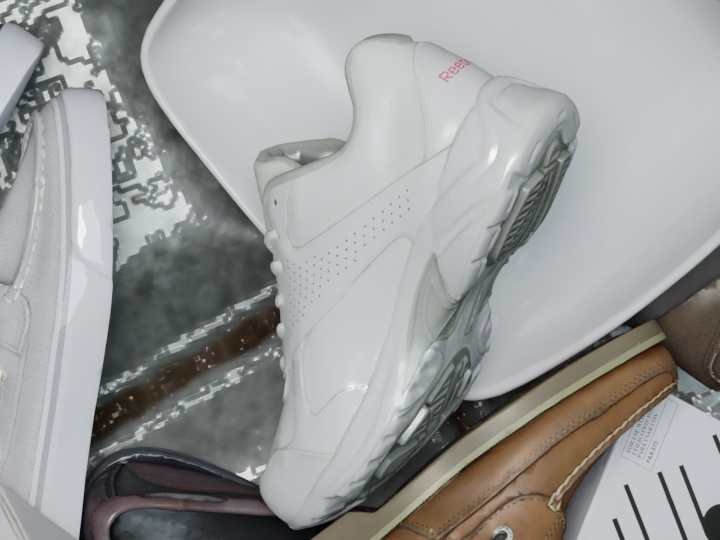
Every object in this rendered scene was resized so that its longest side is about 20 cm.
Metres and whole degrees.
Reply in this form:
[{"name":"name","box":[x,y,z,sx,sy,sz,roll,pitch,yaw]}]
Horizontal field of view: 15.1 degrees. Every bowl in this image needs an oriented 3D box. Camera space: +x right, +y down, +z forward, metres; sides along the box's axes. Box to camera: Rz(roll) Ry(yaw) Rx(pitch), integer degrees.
[{"name":"bowl","box":[0.047,-0.075,0.979,0.200,0.075,0.200,47,121,-5]}]

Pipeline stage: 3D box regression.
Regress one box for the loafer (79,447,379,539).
[{"name":"loafer","box":[-0.011,0.119,1.022,0.200,0.063,0.072,16,94,-5]}]

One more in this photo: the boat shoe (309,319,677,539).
[{"name":"boat shoe","box":[0.042,0.097,0.976,0.200,0.072,0.068,-36,84,-7]}]

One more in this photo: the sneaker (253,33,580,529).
[{"name":"sneaker","box":[0.000,0.000,0.958,0.099,0.078,0.200,34,119,16]}]

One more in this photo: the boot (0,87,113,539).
[{"name":"boot","box":[-0.146,0.029,0.998,0.095,0.074,0.201,5,95,-14]}]

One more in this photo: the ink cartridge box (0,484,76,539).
[{"name":"ink cartridge box","box":[-0.100,0.197,0.982,0.200,0.084,0.145,41,91,-26]}]

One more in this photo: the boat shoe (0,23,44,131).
[{"name":"boat shoe","box":[-0.199,-0.022,0.999,0.068,0.072,0.200,40,98,-7]}]

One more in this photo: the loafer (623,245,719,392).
[{"name":"loafer","box":[0.188,-0.025,1.029,0.200,0.073,0.071,-33,106,4]}]

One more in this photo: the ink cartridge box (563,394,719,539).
[{"name":"ink cartridge box","box":[0.101,0.151,1.005,0.094,0.044,0.200,28,70,-10]}]
